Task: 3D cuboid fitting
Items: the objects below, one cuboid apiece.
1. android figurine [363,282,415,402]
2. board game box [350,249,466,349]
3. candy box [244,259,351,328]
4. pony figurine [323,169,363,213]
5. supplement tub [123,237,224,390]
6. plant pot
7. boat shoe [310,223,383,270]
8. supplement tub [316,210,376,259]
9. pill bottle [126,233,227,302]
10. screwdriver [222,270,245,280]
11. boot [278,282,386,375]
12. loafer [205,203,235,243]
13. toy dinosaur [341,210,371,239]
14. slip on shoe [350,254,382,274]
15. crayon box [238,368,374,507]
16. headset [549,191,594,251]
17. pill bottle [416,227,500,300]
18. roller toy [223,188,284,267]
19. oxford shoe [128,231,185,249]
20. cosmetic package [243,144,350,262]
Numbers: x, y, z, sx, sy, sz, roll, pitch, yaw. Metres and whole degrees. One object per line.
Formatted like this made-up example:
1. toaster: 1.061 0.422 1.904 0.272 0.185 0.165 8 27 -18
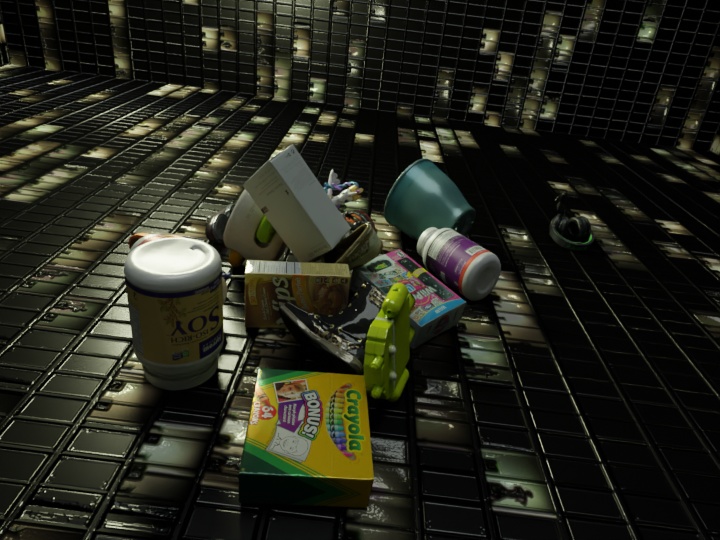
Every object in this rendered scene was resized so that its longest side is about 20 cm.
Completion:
1. android figurine: 0.050 0.119 0.833 0.040 0.188 0.200 6 24 18
2. board game box: 0.093 0.050 1.063 0.145 0.066 0.199 -20 49 -39
3. candy box: -0.121 0.047 0.994 0.193 0.119 0.056 2 27 -10
4. pony figurine: -0.085 -0.165 1.348 0.195 0.171 0.193 -23 6 0
5. supplement tub: -0.289 0.068 0.827 0.140 0.206 0.147 5 27 -2
6. plant pot: 0.193 -0.155 1.377 0.187 0.204 0.197 41 41 25
7. boat shoe: -0.051 -0.024 1.042 0.197 0.063 0.074 -33 37 6
8. supplement tub: -0.051 -0.066 1.228 0.105 0.110 0.199 21 31 25
9. pill bottle: -0.352 0.013 1.011 0.196 0.114 0.110 24 32 29
10. screwdriver: -0.250 0.009 1.060 0.195 0.028 0.030 -4 47 32
11. boot: -0.037 0.084 0.937 0.197 0.074 0.151 30 61 30
12. loafer: -0.353 -0.111 1.300 0.061 0.074 0.201 -12 21 7
13. toy dinosaur: -0.032 -0.100 1.156 0.087 0.048 0.201 -21 63 -37
14. slip on shoe: 0.000 0.000 1.168 0.195 0.061 0.076 1 54 -35
15. crayon box: -0.073 0.227 0.738 0.167 0.060 0.202 4 28 -6
16. headset: 0.611 -0.140 1.529 0.119 0.096 0.203 5 40 -4
17. pill bottle: 0.220 -0.024 1.207 0.110 0.116 0.199 -12 33 -32
18. roller toy: -0.217 -0.108 1.161 0.137 0.201 0.185 29 49 -4
19. oxford shoe: -0.414 -0.056 1.169 0.194 0.073 0.073 13 23 12
20. cosmetic package: -0.123 -0.124 1.027 0.112 0.202 0.081 -25 15 46
